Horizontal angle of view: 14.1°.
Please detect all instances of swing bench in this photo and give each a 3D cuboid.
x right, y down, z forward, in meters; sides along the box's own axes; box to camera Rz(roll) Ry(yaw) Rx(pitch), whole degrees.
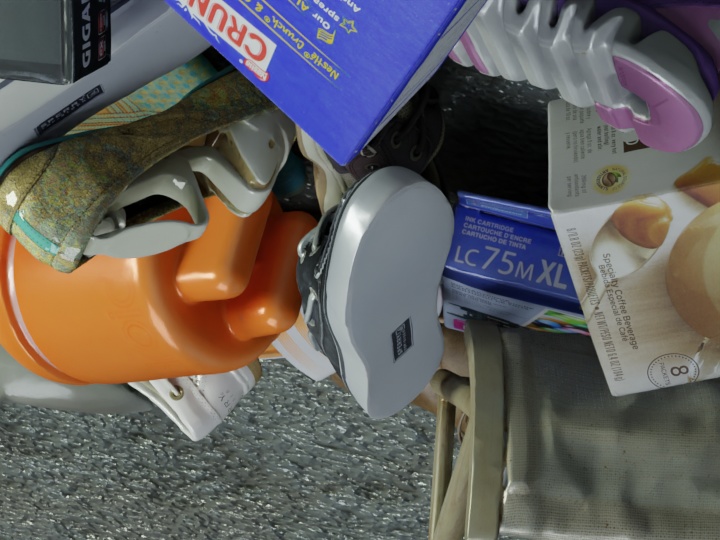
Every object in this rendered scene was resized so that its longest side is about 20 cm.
[{"bbox_3d":[0.140,0.097,1.442,0.199,0.130,0.200,6,163,-6],"label":"swing bench"}]

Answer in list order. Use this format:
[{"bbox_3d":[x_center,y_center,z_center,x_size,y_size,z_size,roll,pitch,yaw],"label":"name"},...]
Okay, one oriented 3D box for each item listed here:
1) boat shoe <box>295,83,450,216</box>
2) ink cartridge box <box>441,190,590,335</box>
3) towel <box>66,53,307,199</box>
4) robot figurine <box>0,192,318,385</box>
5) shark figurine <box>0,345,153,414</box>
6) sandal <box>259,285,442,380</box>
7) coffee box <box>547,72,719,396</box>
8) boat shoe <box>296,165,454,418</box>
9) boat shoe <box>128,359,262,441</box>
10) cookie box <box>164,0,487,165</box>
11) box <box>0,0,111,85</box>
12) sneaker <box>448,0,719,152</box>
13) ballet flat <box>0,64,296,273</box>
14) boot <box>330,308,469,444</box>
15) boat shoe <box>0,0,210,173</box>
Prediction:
[{"bbox_3d":[0.009,-0.070,1.393,0.065,0.072,0.200,6,156,9],"label":"boat shoe"},{"bbox_3d":[0.101,0.009,1.465,0.119,0.042,0.200,14,167,5],"label":"ink cartridge box"},{"bbox_3d":[-0.128,-0.092,1.467,0.147,0.022,0.200,1,152,29],"label":"towel"},{"bbox_3d":[-0.115,-0.001,1.490,0.200,0.117,0.144,-7,-174,41],"label":"robot figurine"},{"bbox_3d":[-0.251,0.074,1.795,0.214,0.090,0.128,-4,145,32],"label":"shark figurine"},{"bbox_3d":[-0.035,0.027,1.582,0.207,0.059,0.079,-21,108,51],"label":"sandal"},{"bbox_3d":[0.191,-0.028,1.261,0.200,0.080,0.114,-12,129,13],"label":"coffee box"},{"bbox_3d":[0.000,0.000,1.399,0.068,0.072,0.200,42,164,21],"label":"boat shoe"},{"bbox_3d":[-0.152,0.023,1.608,0.200,0.069,0.071,32,162,16],"label":"boat shoe"},{"bbox_3d":[-0.013,-0.164,1.120,0.171,0.075,0.200,43,142,4],"label":"cookie box"},{"bbox_3d":[-0.205,-0.168,1.248,0.200,0.046,0.159,8,109,18],"label":"box"},{"bbox_3d":[0.084,-0.126,1.237,0.200,0.088,0.081,28,162,31],"label":"sneaker"},{"bbox_3d":[-0.080,-0.047,1.356,0.071,0.200,0.071,23,124,39],"label":"ballet flat"},{"bbox_3d":[0.065,0.071,1.620,0.200,0.076,0.074,6,153,22],"label":"boot"},{"bbox_3d":[-0.130,-0.107,1.318,0.066,0.200,0.072,54,175,14],"label":"boat shoe"}]
